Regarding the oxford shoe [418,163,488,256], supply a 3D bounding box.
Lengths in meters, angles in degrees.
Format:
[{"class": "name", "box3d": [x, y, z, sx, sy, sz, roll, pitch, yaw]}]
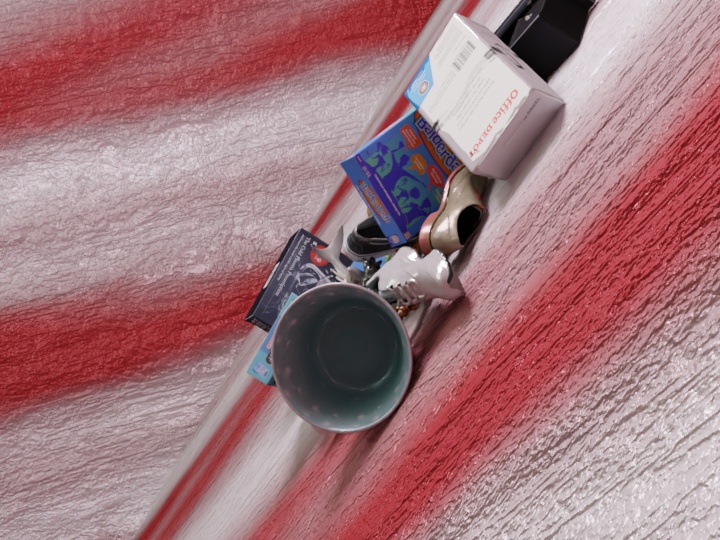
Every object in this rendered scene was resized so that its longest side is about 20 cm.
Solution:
[{"class": "oxford shoe", "box3d": [0.158, -0.092, 1.374, 0.074, 0.071, 0.201, -5, 43, 40]}]

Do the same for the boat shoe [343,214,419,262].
[{"class": "boat shoe", "box3d": [0.068, -0.068, 1.483, 0.198, 0.073, 0.071, -25, -14, -26]}]

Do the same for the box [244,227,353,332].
[{"class": "box", "box3d": [-0.097, 0.053, 1.835, 0.202, 0.181, 0.104, -62, 11, -15]}]

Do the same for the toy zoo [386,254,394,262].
[{"class": "toy zoo", "box3d": [0.056, 0.002, 1.681, 0.132, 0.020, 0.200, -59, 10, 5]}]

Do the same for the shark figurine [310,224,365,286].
[{"class": "shark figurine", "box3d": [0.002, 0.005, 1.554, 0.089, 0.129, 0.215, -34, 23, -4]}]

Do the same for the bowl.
[{"class": "bowl", "box3d": [-0.016, 0.115, 1.297, 0.202, 0.200, 0.105, -57, -9, 10]}]

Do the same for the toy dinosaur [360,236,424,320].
[{"class": "toy dinosaur", "box3d": [0.069, 0.011, 1.406, 0.200, 0.103, 0.135, -40, 14, -37]}]

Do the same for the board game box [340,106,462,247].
[{"class": "board game box", "box3d": [0.082, -0.155, 1.441, 0.200, 0.153, 0.045, -41, 13, -33]}]

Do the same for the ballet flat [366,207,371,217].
[{"class": "ballet flat", "box3d": [0.068, -0.102, 1.626, 0.199, 0.069, 0.063, -12, 33, 49]}]

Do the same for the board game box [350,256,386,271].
[{"class": "board game box", "box3d": [0.016, 0.025, 1.654, 0.158, 0.039, 0.201, -47, 22, 37]}]

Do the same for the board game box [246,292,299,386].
[{"class": "board game box", "box3d": [-0.113, 0.128, 1.626, 0.152, 0.047, 0.200, -60, -14, -2]}]

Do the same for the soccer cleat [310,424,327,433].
[{"class": "soccer cleat", "box3d": [-0.018, 0.175, 1.414, 0.201, 0.068, 0.085, -53, 10, 17]}]

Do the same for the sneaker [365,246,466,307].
[{"class": "sneaker", "box3d": [0.075, 0.021, 1.262, 0.087, 0.075, 0.200, -35, 12, -16]}]

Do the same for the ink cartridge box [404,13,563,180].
[{"class": "ink cartridge box", "box3d": [0.174, -0.249, 1.347, 0.147, 0.084, 0.201, -55, 51, 26]}]

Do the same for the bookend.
[{"class": "bookend", "box3d": [0.251, -0.320, 1.435, 0.199, 0.091, 0.201, -45, 18, 54]}]
